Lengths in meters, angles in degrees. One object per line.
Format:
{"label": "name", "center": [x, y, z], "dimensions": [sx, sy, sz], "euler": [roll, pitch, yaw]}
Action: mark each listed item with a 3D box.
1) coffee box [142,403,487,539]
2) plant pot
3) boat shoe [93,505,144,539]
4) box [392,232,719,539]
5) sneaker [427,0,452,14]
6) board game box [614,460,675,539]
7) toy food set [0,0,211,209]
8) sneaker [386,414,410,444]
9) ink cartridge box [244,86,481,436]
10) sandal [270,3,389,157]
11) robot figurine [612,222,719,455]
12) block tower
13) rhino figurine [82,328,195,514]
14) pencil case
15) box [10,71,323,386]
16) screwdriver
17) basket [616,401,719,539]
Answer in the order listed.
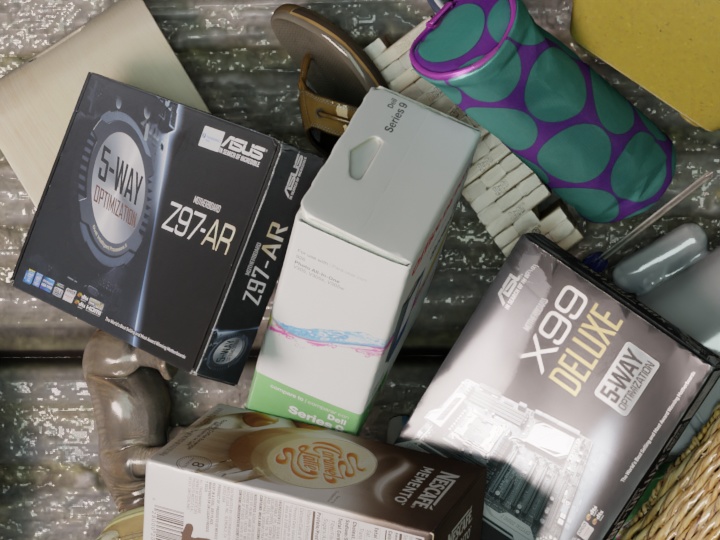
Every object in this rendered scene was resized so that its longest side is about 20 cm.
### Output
{"label": "coffee box", "center": [-0.029, 0.160, 1.261], "dimensions": [0.199, 0.114, 0.080], "euler": [12, 111, 18]}
{"label": "plant pot", "center": [0.240, -0.210, 1.265], "dimensions": [0.195, 0.194, 0.201], "euler": [35, 110, 0]}
{"label": "boat shoe", "center": [-0.190, 0.233, 1.410], "dimensions": [0.200, 0.063, 0.073], "euler": [-25, 110, 31]}
{"label": "box", "center": [0.126, 0.100, 1.292], "dimensions": [0.157, 0.050, 0.201], "euler": [36, 104, 18]}
{"label": "sneaker", "center": [0.074, -0.260, 1.312], "dimensions": [0.070, 0.109, 0.202], "euler": [1, 99, 6]}
{"label": "board game box", "center": [0.167, 0.236, 1.417], "dimensions": [0.199, 0.029, 0.135], "euler": [-21, 95, 10]}
{"label": "toy food set", "center": [-0.170, -0.082, 1.397], "dimensions": [0.143, 0.060, 0.201], "euler": [-32, 90, 1]}
{"label": "sneaker", "center": [0.021, 0.204, 1.389], "dimensions": [0.086, 0.075, 0.201], "euler": [-10, 72, 20]}
{"label": "ink cartridge box", "center": [0.000, 0.000, 1.298], "dimensions": [0.087, 0.146, 0.201], "euler": [22, 137, 7]}
{"label": "sandal", "center": [-0.009, -0.097, 1.361], "dimensions": [0.054, 0.082, 0.201], "euler": [-33, 102, -24]}
{"label": "robot figurine", "center": [0.246, 0.053, 1.336], "dimensions": [0.199, 0.113, 0.170], "euler": [-33, 83, 10]}
{"label": "block tower", "center": [0.081, -0.091, 1.366], "dimensions": [0.058, 0.054, 0.200], "euler": [-36, 93, 10]}
{"label": "rhino figurine", "center": [-0.158, 0.129, 1.424], "dimensions": [0.087, 0.060, 0.202], "euler": [-2, 100, 27]}
{"label": "pencil case", "center": [0.125, -0.111, 1.287], "dimensions": [0.085, 0.093, 0.200], "euler": [-43, 127, 12]}
{"label": "box", "center": [-0.133, -0.031, 1.289], "dimensions": [0.199, 0.043, 0.161], "euler": [23, 92, 39]}
{"label": "screwdriver", "center": [0.179, -0.017, 1.333], "dimensions": [0.200, 0.029, 0.028], "euler": [-41, 79, 39]}
{"label": "basket", "center": [0.264, 0.217, 1.288], "dimensions": [0.142, 0.149, 0.201], "euler": [23, 113, -25]}
